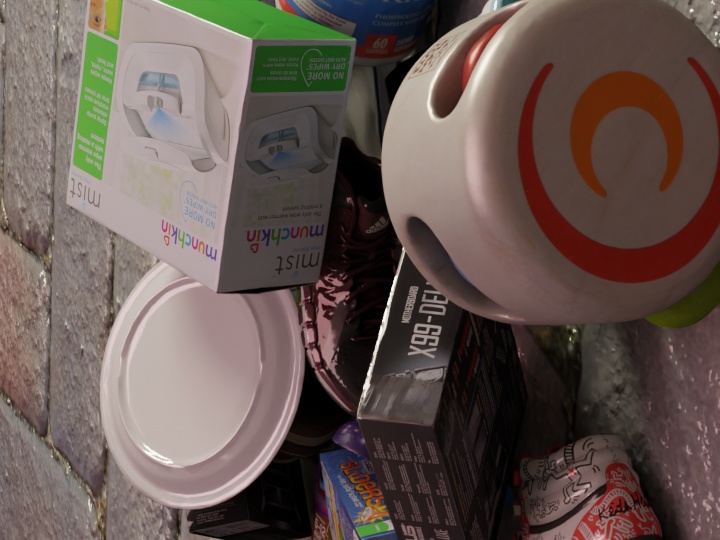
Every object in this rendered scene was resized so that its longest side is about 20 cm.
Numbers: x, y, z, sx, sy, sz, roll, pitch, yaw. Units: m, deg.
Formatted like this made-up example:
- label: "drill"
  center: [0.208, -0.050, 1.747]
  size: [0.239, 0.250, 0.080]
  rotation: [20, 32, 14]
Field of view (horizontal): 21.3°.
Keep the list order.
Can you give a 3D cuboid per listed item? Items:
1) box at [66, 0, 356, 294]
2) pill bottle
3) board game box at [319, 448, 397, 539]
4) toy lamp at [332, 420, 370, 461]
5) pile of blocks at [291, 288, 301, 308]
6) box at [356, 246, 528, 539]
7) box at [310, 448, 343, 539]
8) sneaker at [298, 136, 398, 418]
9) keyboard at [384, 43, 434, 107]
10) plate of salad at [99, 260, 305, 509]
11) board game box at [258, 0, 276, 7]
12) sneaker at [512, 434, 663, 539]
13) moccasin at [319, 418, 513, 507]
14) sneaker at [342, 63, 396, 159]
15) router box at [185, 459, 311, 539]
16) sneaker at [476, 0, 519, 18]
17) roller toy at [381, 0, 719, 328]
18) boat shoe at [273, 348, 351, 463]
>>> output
- label: "box"
  center: [-0.108, -0.100, 1.334]
  size: [0.200, 0.096, 0.177]
  rotation: [29, 115, 45]
- label: "pill bottle"
  center: [0.017, -0.250, 1.322]
  size: [0.112, 0.112, 0.200]
  rotation: [65, 147, 37]
- label: "board game box"
  center: [0.014, 0.238, 1.308]
  size: [0.135, 0.034, 0.201]
  rotation: [-124, 25, -66]
- label: "toy lamp"
  center: [0.042, 0.033, 1.286]
  size: [0.058, 0.058, 0.201]
  rotation: [22, 87, 61]
- label: "pile of blocks"
  center: [-0.053, 0.016, 1.551]
  size: [0.200, 0.062, 0.082]
  rotation: [48, 134, 52]
- label: "box"
  center: [0.056, 0.084, 1.181]
  size: [0.200, 0.050, 0.158]
  rotation: [73, -153, -50]
- label: "box"
  center: [0.019, 0.238, 1.457]
  size: [0.200, 0.039, 0.138]
  rotation: [37, 126, 57]
- label: "sneaker"
  center: [0.000, 0.000, 1.325]
  size: [0.116, 0.075, 0.201]
  rotation: [-49, 57, 61]
- label: "keyboard"
  center: [0.063, -0.057, 1.354]
  size: [0.104, 0.040, 0.201]
  rotation: [-21, 73, 40]
- label: "plate of salad"
  center: [-0.114, 0.078, 1.420]
  size: [0.199, 0.048, 0.201]
  rotation: [-11, 72, 35]
- label: "board game box"
  center: [-0.076, -0.161, 1.526]
  size: [0.200, 0.041, 0.201]
  rotation: [-106, 20, -73]
- label: "sneaker"
  center: [0.121, 0.182, 1.216]
  size: [0.201, 0.067, 0.108]
  rotation: [-52, 46, 48]
- label: "moccasin"
  center: [0.045, 0.134, 1.372]
  size: [0.200, 0.080, 0.069]
  rotation: [-4, 84, 50]
- label: "sneaker"
  center: [-0.013, -0.129, 1.443]
  size: [0.073, 0.070, 0.201]
  rotation: [-38, 60, 59]
- label: "router box"
  center: [-0.098, 0.137, 1.550]
  size: [0.200, 0.052, 0.158]
  rotation: [43, -144, -73]
- label: "sneaker"
  center: [0.092, -0.071, 1.234]
  size: [0.130, 0.079, 0.201]
  rotation: [-31, 56, 59]
- label: "roller toy"
  center: [0.111, -0.064, 1.073]
  size: [0.140, 0.182, 0.201]
  rotation: [175, 91, -65]
- label: "boat shoe"
  center: [-0.048, 0.118, 1.484]
  size: [0.202, 0.074, 0.075]
  rotation: [-72, 1, -77]
